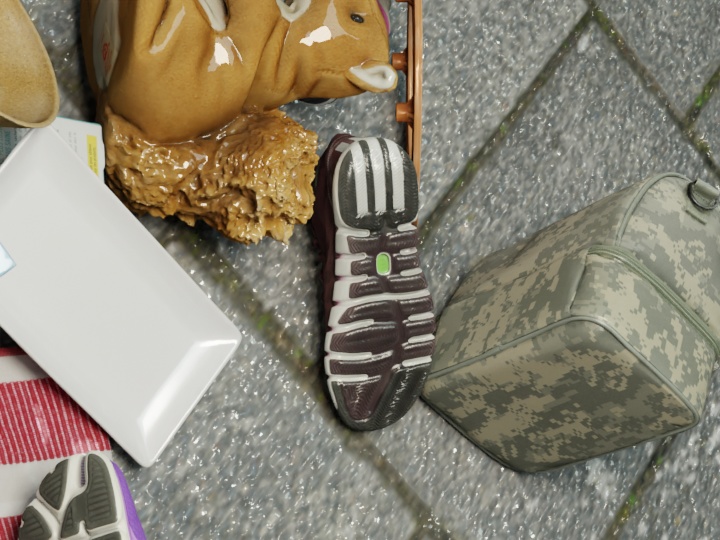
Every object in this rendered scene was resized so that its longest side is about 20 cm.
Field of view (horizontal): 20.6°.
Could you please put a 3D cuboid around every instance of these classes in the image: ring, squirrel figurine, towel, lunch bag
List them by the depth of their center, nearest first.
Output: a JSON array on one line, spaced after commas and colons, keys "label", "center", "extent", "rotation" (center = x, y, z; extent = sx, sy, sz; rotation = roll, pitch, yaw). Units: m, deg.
[{"label": "towel", "center": [-0.195, 0.140, 1.141], "extent": [0.144, 0.023, 0.201], "rotation": [-3, 72, -43]}, {"label": "squirrel figurine", "center": [-0.074, -0.117, 1.264], "extent": [0.186, 0.141, 0.201], "rotation": [1, 94, -24]}, {"label": "ring", "center": [0.031, -0.128, 1.372], "extent": [0.019, 0.201, 0.201], "rotation": [1, 65, -1]}, {"label": "lunch bag", "center": [0.157, 0.029, 1.379], "extent": [0.139, 0.200, 0.168], "rotation": [37, 51, -23]}]

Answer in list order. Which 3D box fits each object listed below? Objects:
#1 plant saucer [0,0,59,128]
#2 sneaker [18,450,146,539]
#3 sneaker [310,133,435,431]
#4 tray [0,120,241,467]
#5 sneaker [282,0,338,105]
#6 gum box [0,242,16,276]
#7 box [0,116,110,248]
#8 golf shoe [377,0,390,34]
[{"label": "plant saucer", "center": [-0.247, -0.154, 1.114], "extent": [0.200, 0.035, 0.200], "rotation": [51, 14, -17]}, {"label": "sneaker", "center": [-0.132, 0.200, 1.118], "extent": [0.083, 0.080, 0.201], "rotation": [-10, 84, -62]}, {"label": "sneaker", "center": [0.000, 0.000, 1.346], "extent": [0.075, 0.116, 0.201], "rotation": [-3, 106, -18]}, {"label": "tray", "center": [-0.162, 0.016, 1.178], "extent": [0.200, 0.022, 0.107], "rotation": [50, 64, -30]}, {"label": "sneaker", "center": [-0.089, -0.186, 1.346], "extent": [0.200, 0.078, 0.079], "rotation": [50, 37, 3]}, {"label": "gum box", "center": [-0.313, -0.015, 1.043], "extent": [0.200, 0.045, 0.170], "rotation": [-36, 97, -22]}, {"label": "box", "center": [-0.246, -0.057, 1.166], "extent": [0.200, 0.049, 0.083], "rotation": [9, 66, -39]}, {"label": "golf shoe", "center": [-0.032, -0.253, 1.414], "extent": [0.092, 0.075, 0.200], "rotation": [-71, 144, -47]}]
